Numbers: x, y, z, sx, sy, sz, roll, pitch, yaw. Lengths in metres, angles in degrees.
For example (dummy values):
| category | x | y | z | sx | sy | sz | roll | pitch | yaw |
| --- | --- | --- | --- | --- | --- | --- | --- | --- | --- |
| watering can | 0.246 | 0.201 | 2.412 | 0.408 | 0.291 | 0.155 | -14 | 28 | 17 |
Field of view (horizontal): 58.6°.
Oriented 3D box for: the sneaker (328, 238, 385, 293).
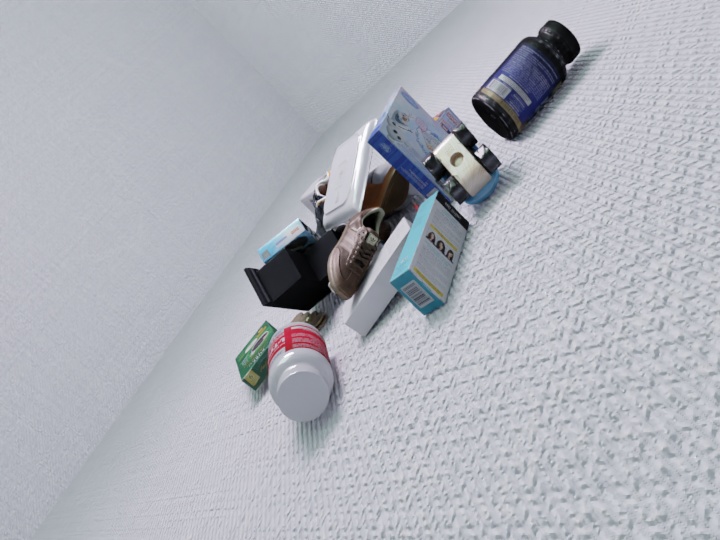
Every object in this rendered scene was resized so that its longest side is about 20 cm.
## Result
| category | x | y | z | sx | sy | sz | roll | pitch | yaw |
| --- | --- | --- | --- | --- | --- | --- | --- | --- | --- |
| sneaker | 0.000 | 0.000 | 1.271 | 0.072 | 0.072 | 0.199 | -41 | 2 | -35 |

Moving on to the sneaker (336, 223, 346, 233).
| category | x | y | z | sx | sy | sz | roll | pitch | yaw |
| --- | --- | --- | --- | --- | --- | --- | --- | --- | --- |
| sneaker | -0.068 | -0.028 | 1.578 | 0.082 | 0.072 | 0.202 | 8 | 58 | 46 |

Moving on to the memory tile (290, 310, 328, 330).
| category | x | y | z | sx | sy | sz | roll | pitch | yaw |
| --- | --- | --- | --- | --- | --- | --- | --- | --- | --- |
| memory tile | -0.147 | 0.154 | 1.425 | 0.155 | 0.017 | 0.199 | -55 | 16 | -17 |

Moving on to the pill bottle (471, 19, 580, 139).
| category | x | y | z | sx | sy | sz | roll | pitch | yaw |
| --- | --- | --- | --- | --- | --- | --- | --- | --- | --- |
| pill bottle | 0.307 | -0.354 | 1.185 | 0.201 | 0.112 | 0.112 | -48 | 16 | 3 |

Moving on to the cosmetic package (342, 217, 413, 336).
| category | x | y | z | sx | sy | sz | roll | pitch | yaw |
| --- | --- | --- | --- | --- | --- | --- | --- | --- | --- |
| cosmetic package | 0.043 | 0.011 | 1.129 | 0.202 | 0.050 | 0.083 | -55 | 16 | 13 |

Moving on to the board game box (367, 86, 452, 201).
| category | x | y | z | sx | sy | sz | roll | pitch | yaw |
| --- | --- | --- | --- | --- | --- | --- | --- | --- | --- |
| board game box | 0.118 | -0.249 | 1.293 | 0.043 | 0.199 | 0.201 | -37 | 19 | 38 |

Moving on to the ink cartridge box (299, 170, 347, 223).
| category | x | y | z | sx | sy | sz | roll | pitch | yaw |
| --- | --- | --- | --- | --- | --- | --- | --- | --- | --- |
| ink cartridge box | -0.061 | -0.189 | 1.745 | 0.085 | 0.146 | 0.199 | -52 | 17 | -22 |

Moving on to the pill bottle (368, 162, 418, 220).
| category | x | y | z | sx | sy | sz | roll | pitch | yaw |
| --- | --- | --- | --- | --- | --- | --- | --- | --- | --- |
| pill bottle | 0.055 | -0.180 | 1.468 | 0.199 | 0.112 | 0.113 | -24 | 28 | 55 |

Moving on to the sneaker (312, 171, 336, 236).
| category | x | y | z | sx | sy | sz | roll | pitch | yaw |
| --- | --- | --- | --- | --- | --- | --- | --- | --- | --- |
| sneaker | -0.081 | -0.155 | 1.516 | 0.202 | 0.077 | 0.079 | -63 | 30 | 34 |

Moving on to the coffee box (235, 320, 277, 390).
| category | x | y | z | sx | sy | sz | roll | pitch | yaw |
| --- | --- | --- | --- | --- | --- | --- | --- | --- | --- |
| coffee box | -0.225 | 0.188 | 1.449 | 0.124 | 0.044 | 0.200 | -52 | 15 | -6 |

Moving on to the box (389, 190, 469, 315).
| category | x | y | z | sx | sy | sz | roll | pitch | yaw |
| --- | --- | --- | --- | --- | --- | --- | --- | --- | --- |
| box | 0.114 | -0.032 | 1.025 | 0.049 | 0.082 | 0.202 | -34 | 22 | 41 |

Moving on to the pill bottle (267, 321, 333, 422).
| category | x | y | z | sx | sy | sz | roll | pitch | yaw |
| --- | --- | --- | --- | --- | --- | --- | --- | --- | --- |
| pill bottle | -0.103 | 0.171 | 1.089 | 0.113 | 0.112 | 0.200 | -47 | 16 | 5 |

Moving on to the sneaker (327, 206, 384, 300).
| category | x | y | z | sx | sy | sz | roll | pitch | yaw |
| --- | --- | --- | --- | --- | --- | --- | --- | --- | --- |
| sneaker | -0.004 | -0.041 | 1.157 | 0.075 | 0.070 | 0.203 | -33 | 31 | 39 |

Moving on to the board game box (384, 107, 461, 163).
| category | x | y | z | sx | sy | sz | roll | pitch | yaw |
| --- | --- | --- | --- | --- | --- | --- | --- | --- | --- |
| board game box | 0.155 | -0.306 | 1.580 | 0.200 | 0.062 | 0.200 | -47 | 16 | 4 |

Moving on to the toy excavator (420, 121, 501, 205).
| category | x | y | z | sx | sy | sz | roll | pitch | yaw |
| --- | --- | --- | --- | --- | --- | --- | --- | --- | --- |
| toy excavator | 0.187 | -0.190 | 1.176 | 0.100 | 0.199 | 0.196 | -43 | 61 | 12 |

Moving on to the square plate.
| category | x | y | z | sx | sy | sz | roll | pitch | yaw |
| --- | --- | --- | --- | --- | --- | --- | --- | --- | --- |
| square plate | -0.029 | -0.198 | 1.342 | 0.199 | 0.028 | 0.204 | 161 | 122 | -66 |

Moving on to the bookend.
| category | x | y | z | sx | sy | sz | roll | pitch | yaw |
| --- | --- | --- | --- | --- | --- | --- | --- | --- | --- |
| bookend | -0.108 | -0.013 | 1.360 | 0.198 | 0.093 | 0.199 | -39 | -20 | 16 |

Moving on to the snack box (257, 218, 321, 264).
| category | x | y | z | sx | sy | sz | roll | pitch | yaw |
| --- | --- | --- | --- | --- | --- | --- | --- | --- | --- |
| snack box | -0.141 | -0.041 | 1.445 | 0.115 | 0.037 | 0.200 | -37 | -20 | 6 |

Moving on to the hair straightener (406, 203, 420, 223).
| category | x | y | z | sx | sy | sz | roll | pitch | yaw |
| --- | --- | --- | --- | --- | --- | --- | --- | --- | --- |
| hair straightener | 0.114 | -0.064 | 1.203 | 0.078 | 0.040 | 0.201 | -58 | 19 | 13 |

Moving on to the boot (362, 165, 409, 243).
| category | x | y | z | sx | sy | sz | roll | pitch | yaw |
| --- | --- | --- | --- | --- | --- | --- | --- | --- | --- |
| boot | 0.019 | -0.168 | 1.372 | 0.072 | 0.155 | 0.203 | -9 | -48 | -41 |
